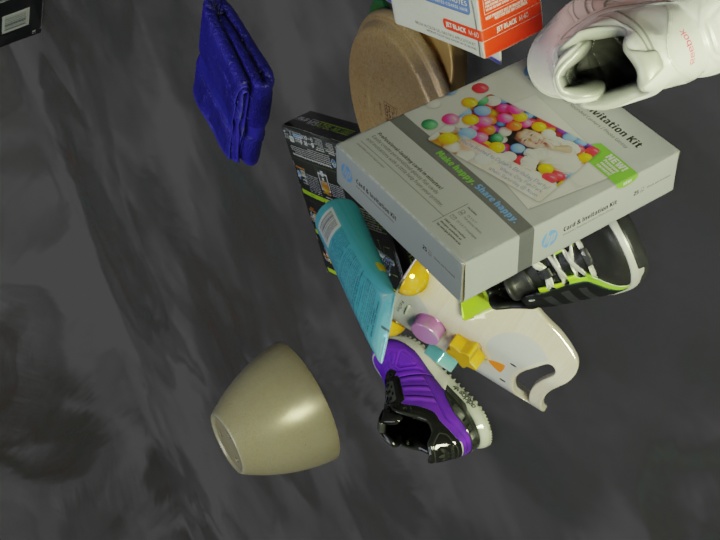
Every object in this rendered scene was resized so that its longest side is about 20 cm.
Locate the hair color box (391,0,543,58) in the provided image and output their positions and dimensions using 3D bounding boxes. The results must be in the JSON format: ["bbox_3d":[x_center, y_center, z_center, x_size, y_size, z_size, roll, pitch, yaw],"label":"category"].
[{"bbox_3d":[0.062,-0.263,0.898,0.111,0.064,0.202,33,142,47],"label":"hair color box"}]

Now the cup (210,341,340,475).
[{"bbox_3d":[-0.143,0.230,1.937,0.201,0.142,0.201,49,154,34],"label":"cup"}]

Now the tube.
[{"bbox_3d":[0.000,0.000,1.264,0.201,0.050,0.078,-113,23,-52],"label":"tube"}]

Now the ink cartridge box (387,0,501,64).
[{"bbox_3d":[0.059,-0.292,1.006,0.197,0.047,0.201,40,150,42],"label":"ink cartridge box"}]

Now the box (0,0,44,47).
[{"bbox_3d":[-0.673,-0.541,2.330,0.201,0.117,0.197,62,159,6],"label":"box"}]

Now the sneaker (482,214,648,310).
[{"bbox_3d":[0.161,0.005,1.050,0.072,0.082,0.200,62,159,1],"label":"sneaker"}]

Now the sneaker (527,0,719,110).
[{"bbox_3d":[0.157,-0.146,0.863,0.200,0.099,0.079,-1,114,67],"label":"sneaker"}]

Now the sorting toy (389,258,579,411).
[{"bbox_3d":[0.123,0.056,1.217,0.180,0.107,0.200,40,154,11],"label":"sorting toy"}]

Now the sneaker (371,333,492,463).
[{"bbox_3d":[0.053,0.147,1.441,0.200,0.099,0.070,40,147,45],"label":"sneaker"}]

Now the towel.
[{"bbox_3d":[-0.167,-0.231,1.593,0.148,0.049,0.200,57,158,15],"label":"towel"}]

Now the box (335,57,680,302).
[{"bbox_3d":[0.106,-0.075,0.926,0.156,0.199,0.041,46,150,37],"label":"box"}]

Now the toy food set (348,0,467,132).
[{"bbox_3d":[0.047,-0.151,1.178,0.198,0.048,0.202,22,130,63],"label":"toy food set"}]

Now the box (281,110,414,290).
[{"bbox_3d":[-0.001,-0.067,1.402,0.199,0.047,0.195,24,138,58],"label":"box"}]
